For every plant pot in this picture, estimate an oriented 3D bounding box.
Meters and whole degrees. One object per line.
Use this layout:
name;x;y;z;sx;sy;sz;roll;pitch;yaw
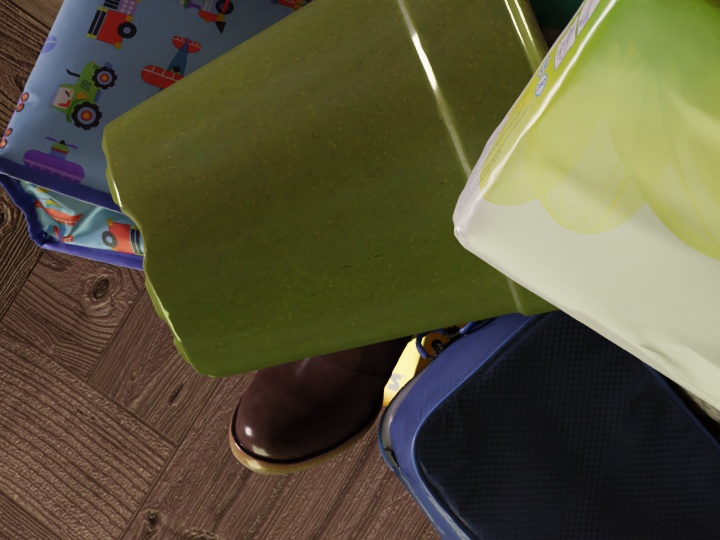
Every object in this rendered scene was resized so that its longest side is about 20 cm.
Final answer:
plant pot;-0.004;-0.041;0.907;0.200;0.190;0.200;-22;-90;-88

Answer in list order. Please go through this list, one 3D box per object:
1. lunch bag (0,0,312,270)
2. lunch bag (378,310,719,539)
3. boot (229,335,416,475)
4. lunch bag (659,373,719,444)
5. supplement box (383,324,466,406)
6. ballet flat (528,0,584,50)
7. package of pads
lunch bag;-0.056;-0.072;1.029;0.200;0.151;0.094;15;159;14
lunch bag;0.101;0.105;1.100;0.200;0.136;0.132;51;172;-3
boot;0.000;0.000;1.101;0.072;0.200;0.166;31;144;23
lunch bag;0.203;0.018;1.072;0.168;0.139;0.200;30;179;-25
supplement box;0.063;0.042;1.459;0.109;0.110;0.200;18;-177;38
ballet flat;0.129;-0.076;0.899;0.200;0.070;0.067;33;178;-25
package of pads;0.150;-0.023;0.749;0.200;0.155;0.068;33;-140;-1
